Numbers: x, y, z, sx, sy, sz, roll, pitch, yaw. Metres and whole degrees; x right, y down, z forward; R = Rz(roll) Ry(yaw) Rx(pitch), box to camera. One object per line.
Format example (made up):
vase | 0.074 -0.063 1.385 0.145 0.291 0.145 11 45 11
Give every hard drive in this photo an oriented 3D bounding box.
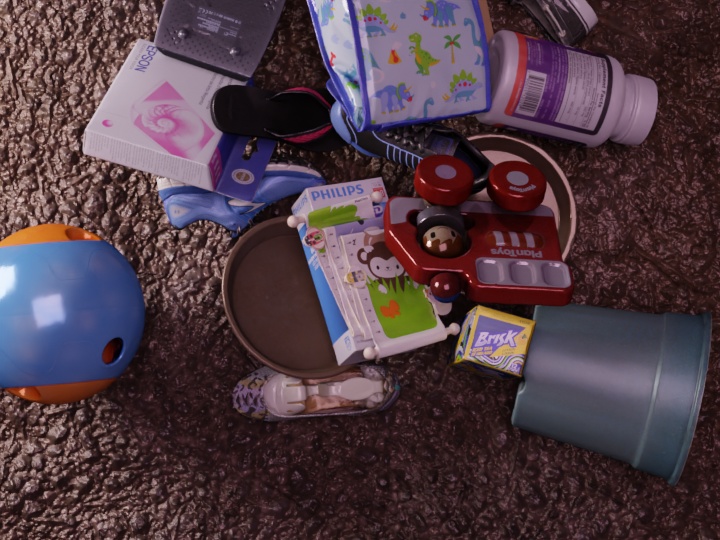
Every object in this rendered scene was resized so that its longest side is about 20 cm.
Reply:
hard drive | -0.156 -0.326 1.738 0.134 0.042 0.201 18 70 0

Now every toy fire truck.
toy fire truck | 0.127 -0.030 1.595 0.199 0.113 0.168 3 42 -7

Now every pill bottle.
pill bottle | 0.242 -0.207 1.715 0.199 0.111 0.112 12 84 -14

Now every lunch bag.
lunch bag | 0.047 -0.259 1.648 0.169 0.127 0.201 -12 76 -23

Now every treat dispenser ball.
treat dispenser ball | -0.341 0.049 1.631 0.199 0.201 0.202 0 84 -2

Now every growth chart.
growth chart | 0.020 0.004 1.649 0.144 0.018 0.201 -24 80 -29

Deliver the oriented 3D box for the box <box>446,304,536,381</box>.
box | 0.145 0.084 1.644 0.070 0.200 0.065 16 85 0

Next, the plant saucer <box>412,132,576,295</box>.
plant saucer | 0.158 -0.063 1.739 0.199 0.029 0.201 0 83 -2

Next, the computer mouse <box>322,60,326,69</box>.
computer mouse | -0.009 -0.265 1.753 0.109 0.044 0.201 19 84 -1

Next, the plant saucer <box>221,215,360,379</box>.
plant saucer | -0.068 0.033 1.696 0.199 0.029 0.201 8 67 -19

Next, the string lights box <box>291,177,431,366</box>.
string lights box | 0.000 0.000 1.686 0.102 0.059 0.201 -10 73 -25

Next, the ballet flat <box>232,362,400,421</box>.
ballet flat | -0.051 0.138 1.698 0.199 0.072 0.073 -4 84 -2

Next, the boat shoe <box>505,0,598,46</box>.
boat shoe | 0.198 -0.352 1.757 0.064 0.071 0.200 -42 89 -7

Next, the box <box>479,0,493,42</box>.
box | 0.066 -0.282 1.739 0.199 0.021 0.165 -10 85 -22

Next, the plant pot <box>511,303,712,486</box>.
plant pot | 0.280 0.126 1.660 0.195 0.200 0.202 11 84 8

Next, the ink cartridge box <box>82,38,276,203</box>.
ink cartridge box | -0.194 -0.176 1.681 0.199 0.043 0.197 16 41 0

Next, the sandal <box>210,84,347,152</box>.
sandal | -0.075 -0.177 1.672 0.199 0.045 0.076 1 85 -33

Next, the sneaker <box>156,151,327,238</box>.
sneaker | -0.137 -0.088 1.724 0.199 0.079 0.090 -8 107 -9

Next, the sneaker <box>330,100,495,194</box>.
sneaker | 0.064 -0.150 1.666 0.199 0.078 0.070 26 74 -12
